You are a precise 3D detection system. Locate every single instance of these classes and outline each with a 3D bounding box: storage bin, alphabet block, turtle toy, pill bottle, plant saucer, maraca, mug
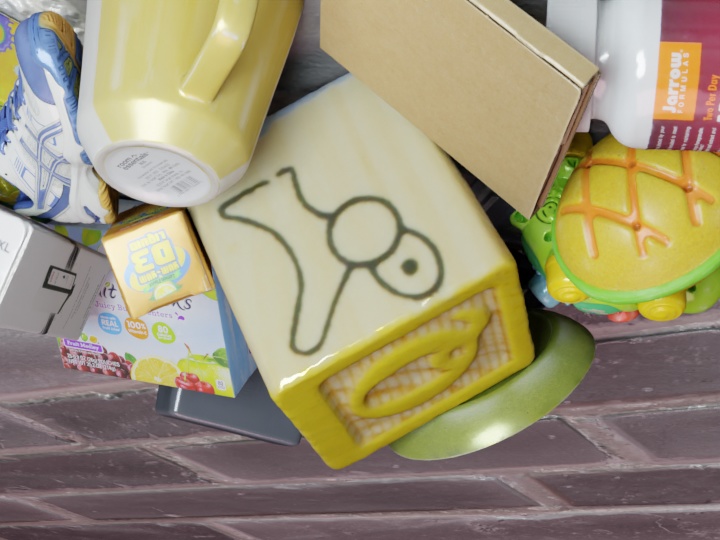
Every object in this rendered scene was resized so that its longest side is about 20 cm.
[{"bbox_3d":[-0.140,0.115,1.313,0.197,0.136,0.145,18,168,-21],"label":"storage bin"},{"bbox_3d":[0.000,0.000,0.884,0.193,0.202,0.197,-28,152,1],"label":"alphabet block"},{"bbox_3d":[0.209,-0.018,0.923,0.197,0.148,0.101,12,151,-11],"label":"turtle toy"},{"bbox_3d":[0.215,-0.130,0.726,0.197,0.111,0.110,3,156,9],"label":"pill bottle"},{"bbox_3d":[0.103,0.087,0.990,0.198,0.200,0.031,-14,112,39],"label":"plant saucer"},{"bbox_3d":[0.221,-0.058,0.800,0.199,0.138,0.107,-37,141,9],"label":"maraca"},{"bbox_3d":[-0.123,-0.138,0.756,0.147,0.155,0.187,5,155,8],"label":"mug"}]

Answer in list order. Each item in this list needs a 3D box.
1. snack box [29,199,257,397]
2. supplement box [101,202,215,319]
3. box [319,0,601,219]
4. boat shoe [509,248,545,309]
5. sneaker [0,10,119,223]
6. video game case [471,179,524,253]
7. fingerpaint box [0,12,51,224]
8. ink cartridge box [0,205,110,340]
[{"bbox_3d":[-0.204,0.022,1.108,0.197,0.068,0.171,7,122,20],"label":"snack box"},{"bbox_3d":[-0.155,-0.017,0.905,0.066,0.070,0.200,-21,-168,-6],"label":"supplement box"},{"bbox_3d":[0.052,-0.135,0.737,0.199,0.021,0.164,41,160,14],"label":"box"},{"bbox_3d":[0.106,0.034,1.111,0.091,0.076,0.200,11,158,-24],"label":"boat shoe"},{"bbox_3d":[-0.228,-0.096,0.821,0.087,0.076,0.201,-2,144,-3],"label":"sneaker"},{"bbox_3d":[0.172,-0.035,1.054,0.179,0.024,0.200,13,155,-13],"label":"video game case"},{"bbox_3d":[-0.292,-0.124,0.931,0.199,0.074,0.166,27,149,-37],"label":"fingerpaint box"},{"bbox_3d":[-0.306,-0.013,0.939,0.144,0.085,0.200,24,176,8],"label":"ink cartridge box"}]
